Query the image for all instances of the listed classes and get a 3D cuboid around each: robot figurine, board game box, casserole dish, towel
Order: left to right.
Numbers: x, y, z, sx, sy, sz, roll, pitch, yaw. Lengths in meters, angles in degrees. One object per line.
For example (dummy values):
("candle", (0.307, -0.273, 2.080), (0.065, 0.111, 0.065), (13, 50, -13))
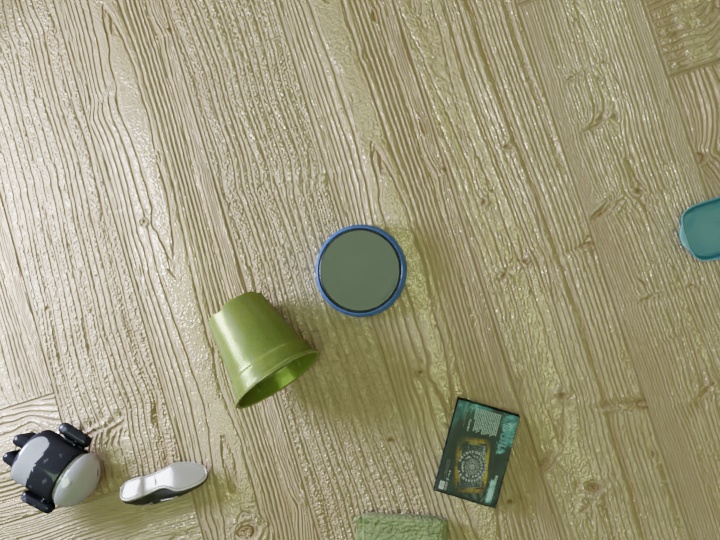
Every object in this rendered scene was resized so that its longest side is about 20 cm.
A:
("robot figurine", (-0.666, 0.427, 1.306), (0.199, 0.125, 0.151), (27, 121, 6))
("towel", (0.087, 0.585, 1.271), (0.199, 0.036, 0.149), (-1, 88, 6))
("board game box", (0.244, 0.382, 1.264), (0.135, 0.028, 0.201), (16, 89, 5))
("casserole dish", (0.743, -0.091, 1.224), (0.199, 0.039, 0.122), (-17, 87, 6))

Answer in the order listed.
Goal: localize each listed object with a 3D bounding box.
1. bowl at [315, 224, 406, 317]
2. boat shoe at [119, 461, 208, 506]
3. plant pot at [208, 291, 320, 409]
("bowl", (0.000, 0.000, 1.293), (0.199, 0.039, 0.202), (0, 88, 5))
("boat shoe", (-0.424, 0.470, 1.321), (0.199, 0.057, 0.067), (-14, 51, 1))
("plant pot", (-0.216, 0.152, 1.248), (0.200, 0.200, 0.185), (-36, 75, 4))
